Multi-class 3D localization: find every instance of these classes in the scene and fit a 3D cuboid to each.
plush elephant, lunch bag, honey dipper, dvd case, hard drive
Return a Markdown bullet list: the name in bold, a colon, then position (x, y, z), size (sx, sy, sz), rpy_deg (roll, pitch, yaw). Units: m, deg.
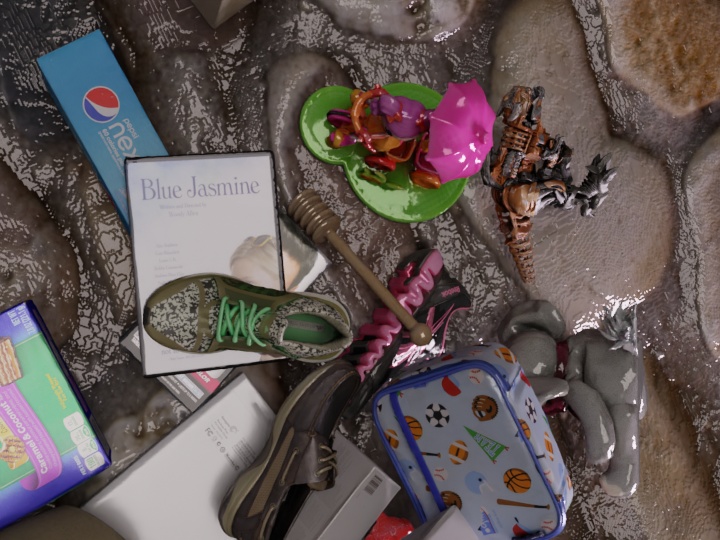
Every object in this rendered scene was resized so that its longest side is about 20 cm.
- **plush elephant**: position (0.213, 0.117, 0.948), size (0.166, 0.152, 0.202), rpy_deg (-63, 146, -48)
- **lunch bag**: position (0.105, 0.179, 0.868), size (0.158, 0.075, 0.203), rpy_deg (-21, 97, 26)
- **honey dipper**: position (0.000, 0.000, 0.902), size (0.038, 0.038, 0.200), rpy_deg (-36, 71, -14)
- **dvd case**: position (-0.141, -0.008, 0.851), size (0.140, 0.018, 0.204), rpy_deg (-5, 90, -16)
- **hard drive**: position (-0.155, 0.217, 0.897), size (0.199, 0.027, 0.133), rpy_deg (-39, 98, -14)

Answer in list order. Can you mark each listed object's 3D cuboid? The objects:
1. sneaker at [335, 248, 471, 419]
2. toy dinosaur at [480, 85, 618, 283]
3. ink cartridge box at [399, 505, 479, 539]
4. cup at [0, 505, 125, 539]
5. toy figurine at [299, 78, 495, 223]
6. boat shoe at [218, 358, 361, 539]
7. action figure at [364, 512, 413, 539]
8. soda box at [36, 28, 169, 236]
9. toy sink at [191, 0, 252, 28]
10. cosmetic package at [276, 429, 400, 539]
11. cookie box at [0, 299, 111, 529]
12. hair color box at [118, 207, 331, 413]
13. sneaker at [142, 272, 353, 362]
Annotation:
- **sneaker**: position (0.045, 0.079, 0.941), size (0.095, 0.079, 0.201), rpy_deg (40, 79, -21)
- **toy dinosaur**: position (0.182, -0.094, 0.968), size (0.134, 0.103, 0.202), rpy_deg (-9, 131, -24)
- **ink cartridge box**: position (0.045, 0.340, 0.848), size (0.200, 0.084, 0.145), rpy_deg (-41, 80, 27)
- **cup**: position (-0.269, 0.295, 0.792), size (0.200, 0.200, 0.144), rpy_deg (43, 52, -9)
- **toy figurine**: position (0.050, -0.141, 0.890), size (0.197, 0.184, 0.152), rpy_deg (20, 82, -13)
- **boat shoe**: position (-0.052, 0.180, 0.858), size (0.073, 0.074, 0.202), rpy_deg (34, 94, 29)
- **action figure**: position (0.043, 0.329, 0.934), size (0.065, 0.052, 0.203), rpy_deg (-16, 87, -21)
- **soda box**: position (-0.230, -0.120, 0.873), size (0.067, 0.064, 0.202), rpy_deg (-30, 95, -15)
- **toy sink**: position (-0.124, -0.337, 0.844), size (0.112, 0.200, 0.131), rpy_deg (-40, 96, -13)
- **cosmetic package**: position (-0.054, 0.261, 0.880), size (0.201, 0.082, 0.051), rpy_deg (-51, 127, -6)
- **cookie box**: position (-0.353, 0.148, 0.820), size (0.198, 0.075, 0.173), rpy_deg (-29, 95, -14)
- **hair color box**: position (-0.133, 0.030, 0.894), size (0.099, 0.061, 0.200), rpy_deg (45, 77, -10)
- **sneaker**: position (-0.092, 0.043, 0.809), size (0.197, 0.088, 0.078), rpy_deg (4, 88, -17)
